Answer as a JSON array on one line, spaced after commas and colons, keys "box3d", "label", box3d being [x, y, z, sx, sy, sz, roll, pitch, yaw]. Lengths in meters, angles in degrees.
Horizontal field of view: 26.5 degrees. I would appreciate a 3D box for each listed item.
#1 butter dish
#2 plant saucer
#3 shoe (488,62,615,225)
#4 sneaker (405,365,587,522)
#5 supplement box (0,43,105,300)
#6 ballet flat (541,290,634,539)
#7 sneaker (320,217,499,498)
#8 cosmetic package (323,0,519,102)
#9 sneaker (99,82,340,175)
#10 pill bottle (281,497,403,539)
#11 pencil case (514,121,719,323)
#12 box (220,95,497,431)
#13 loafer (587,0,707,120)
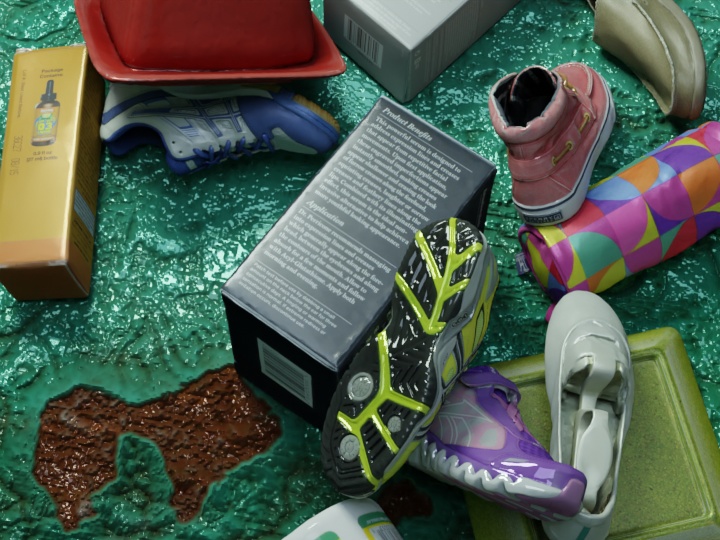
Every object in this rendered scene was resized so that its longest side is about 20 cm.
[{"box3d": [-0.121, -0.239, 1.209, 0.199, 0.149, 0.200, -4, 30, -16], "label": "butter dish"}, {"box3d": [0.174, 0.141, 1.128, 0.198, 0.048, 0.201, -12, 65, -6], "label": "plant saucer"}, {"box3d": [0.151, -0.129, 1.197, 0.071, 0.091, 0.201, -5, 37, 22], "label": "shoe"}, {"box3d": [0.087, 0.112, 1.068, 0.200, 0.080, 0.089, 16, 76, 55], "label": "sneaker"}, {"box3d": [-0.246, -0.080, 1.220, 0.066, 0.069, 0.201, -3, 66, 9], "label": "supplement box"}, {"box3d": [0.165, 0.098, 1.086, 0.069, 0.070, 0.201, 7, 64, 3], "label": "ballet flat"}, {"box3d": [0.044, 0.067, 1.040, 0.075, 0.076, 0.201, 25, 83, 37], "label": "sneaker"}, {"box3d": [0.071, -0.253, 1.298, 0.200, 0.090, 0.107, -40, 71, -20], "label": "cosmetic package"}, {"box3d": [-0.116, -0.110, 1.243, 0.199, 0.075, 0.089, 13, 73, 16], "label": "sneaker"}, {"box3d": [0.018, 0.265, 1.033, 0.112, 0.113, 0.200, -31, 68, -14], "label": "pill bottle"}, {"box3d": [0.217, -0.040, 1.199, 0.199, 0.088, 0.089, -29, 68, -11], "label": "pencil case"}, {"box3d": [0.000, 0.000, 1.140, 0.107, 0.149, 0.200, 34, 68, 15], "label": "box"}, {"box3d": [0.230, -0.202, 1.282, 0.067, 0.076, 0.201, -15, 55, -6], "label": "loafer"}]
